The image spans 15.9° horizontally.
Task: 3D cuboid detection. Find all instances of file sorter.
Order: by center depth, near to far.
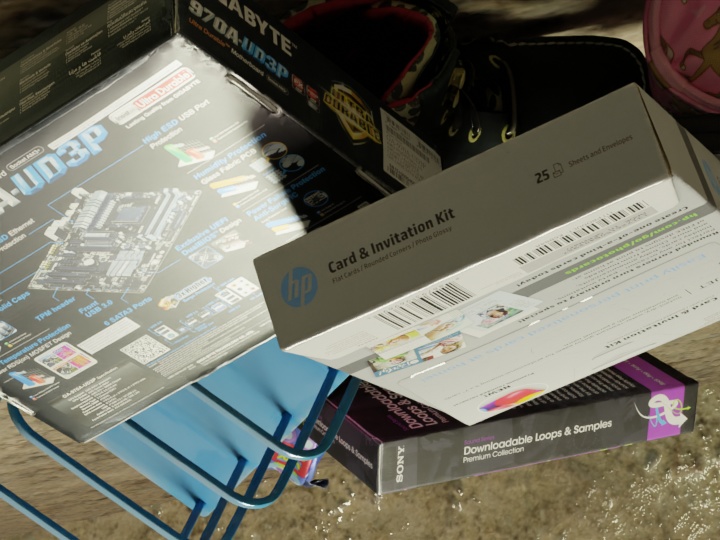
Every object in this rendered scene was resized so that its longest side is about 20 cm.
[{"bbox_3d":[-0.098,0.065,1.229,0.200,0.138,0.123,-46,-167,42],"label":"file sorter"}]

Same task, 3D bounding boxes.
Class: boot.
[{"bbox_3d":[0.039,-0.073,1.068,0.202,0.074,0.154,-11,168,-9],"label":"boot"}]

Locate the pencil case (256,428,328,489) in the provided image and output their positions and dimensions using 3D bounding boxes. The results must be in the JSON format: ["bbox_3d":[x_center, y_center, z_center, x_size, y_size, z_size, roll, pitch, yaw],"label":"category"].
[{"bbox_3d":[-0.104,0.062,1.473,0.199,0.078,0.087,16,151,-1],"label":"pencil case"}]

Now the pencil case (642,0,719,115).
[{"bbox_3d":[0.167,-0.089,1.091,0.086,0.083,0.200,8,174,10],"label":"pencil case"}]

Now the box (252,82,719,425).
[{"bbox_3d":[0.070,0.001,0.980,0.155,0.041,0.200,-24,160,17],"label":"box"}]

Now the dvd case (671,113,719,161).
[{"bbox_3d":[0.161,-0.041,1.069,0.142,0.018,0.200,-2,173,8],"label":"dvd case"}]

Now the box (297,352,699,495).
[{"bbox_3d":[0.062,0.065,1.398,0.199,0.036,0.143,-7,-158,-27],"label":"box"}]

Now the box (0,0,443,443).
[{"bbox_3d":[-0.090,-0.021,0.978,0.199,0.046,0.159,-30,136,28],"label":"box"}]
